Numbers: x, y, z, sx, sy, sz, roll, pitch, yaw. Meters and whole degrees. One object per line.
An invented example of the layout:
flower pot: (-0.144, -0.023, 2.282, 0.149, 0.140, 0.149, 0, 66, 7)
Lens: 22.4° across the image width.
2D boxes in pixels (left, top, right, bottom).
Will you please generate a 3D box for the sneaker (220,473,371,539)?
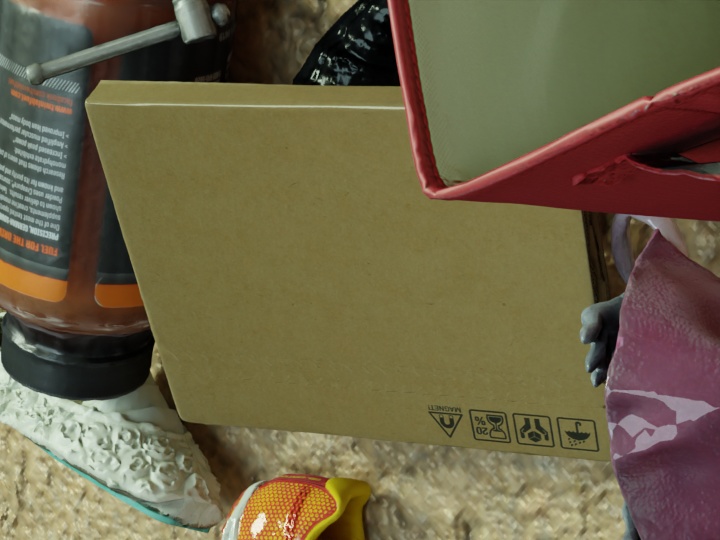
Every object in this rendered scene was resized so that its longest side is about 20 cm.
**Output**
sneaker: (-0.009, 0.191, 0.816, 0.077, 0.073, 0.201, -8, 100, 30)

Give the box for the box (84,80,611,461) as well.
box: (0.000, 0.000, 0.719, 0.199, 0.021, 0.164, 3, 126, 24)

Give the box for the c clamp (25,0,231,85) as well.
c clamp: (-0.068, -0.188, 0.719, 0.170, 0.027, 0.201, -11, 90, -3)

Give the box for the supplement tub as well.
supplement tub: (-0.118, -0.045, 0.812, 0.107, 0.107, 0.201, 25, 116, 32)

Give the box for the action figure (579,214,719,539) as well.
action figure: (0.183, 0.048, 0.622, 0.199, 0.149, 0.134, -11, 126, 22)

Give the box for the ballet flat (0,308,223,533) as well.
ballet flat: (-0.141, 0.061, 0.891, 0.200, 0.072, 0.072, 23, 116, 32)

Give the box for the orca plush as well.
orca plush: (-0.012, -0.036, 0.751, 0.105, 0.071, 0.200, 44, 125, 21)

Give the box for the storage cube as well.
storage cube: (0.123, -0.117, 0.499, 0.171, 0.179, 0.201, -22, 73, 47)
